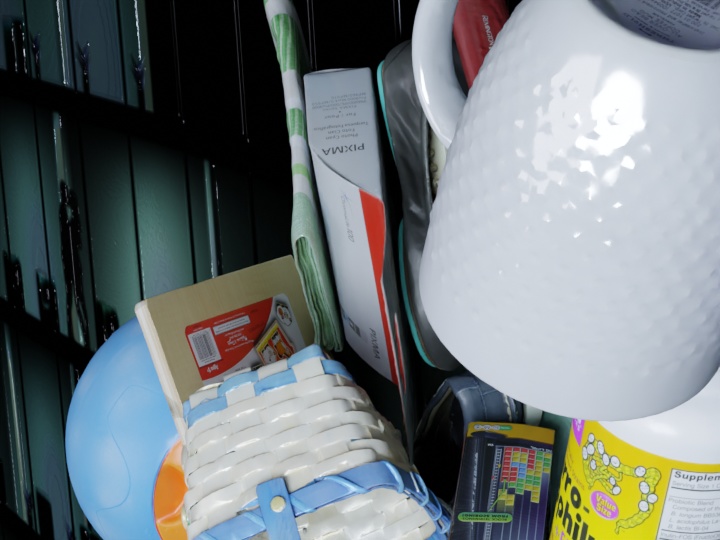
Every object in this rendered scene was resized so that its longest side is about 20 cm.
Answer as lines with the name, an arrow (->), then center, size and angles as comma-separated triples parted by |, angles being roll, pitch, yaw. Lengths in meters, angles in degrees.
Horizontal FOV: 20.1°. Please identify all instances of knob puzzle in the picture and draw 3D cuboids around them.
knob puzzle -> -0.061, 0.101, 1.273 | 0.030, 0.219, 0.222 | -21, 78, 29

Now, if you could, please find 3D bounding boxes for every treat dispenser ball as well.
treat dispenser ball -> -0.108, 0.119, 1.441 | 0.201, 0.199, 0.203 | 31, 126, 56

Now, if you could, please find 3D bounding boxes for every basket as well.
basket -> -0.017, 0.160, 1.124 | 0.201, 0.138, 0.177 | 66, -175, 31

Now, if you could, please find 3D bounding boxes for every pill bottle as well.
pill bottle -> 0.154, 0.095, 1.021 | 0.104, 0.103, 0.202 | 46, 137, 48

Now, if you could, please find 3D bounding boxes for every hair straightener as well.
hair straightener -> 0.075, -0.057, 1.057 | 0.077, 0.040, 0.201 | 105, 153, -46

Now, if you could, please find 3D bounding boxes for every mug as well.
mug -> 0.095, -0.064, 0.888 | 0.200, 0.147, 0.176 | 43, 139, 29

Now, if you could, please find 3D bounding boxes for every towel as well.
towel -> -0.037, -0.064, 1.313 | 0.153, 0.023, 0.202 | 77, -174, -57

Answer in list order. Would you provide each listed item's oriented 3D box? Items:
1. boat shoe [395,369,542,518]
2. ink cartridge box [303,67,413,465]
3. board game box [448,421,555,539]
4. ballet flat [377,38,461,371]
boat shoe -> 0.054, 0.124, 1.275 | 0.075, 0.061, 0.201 | 64, 150, 25
ink cartridge box -> 0.000, 0.000, 1.230 | 0.201, 0.047, 0.161 | -92, -6, -49
board game box -> 0.076, 0.216, 1.161 | 0.166, 0.056, 0.202 | -78, -10, -56
ballet flat -> 0.054, -0.043, 1.215 | 0.068, 0.068, 0.202 | -12, 86, 36
